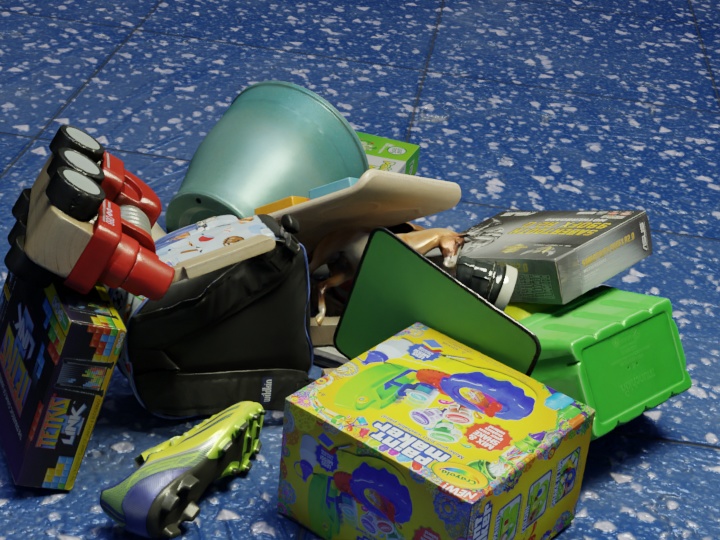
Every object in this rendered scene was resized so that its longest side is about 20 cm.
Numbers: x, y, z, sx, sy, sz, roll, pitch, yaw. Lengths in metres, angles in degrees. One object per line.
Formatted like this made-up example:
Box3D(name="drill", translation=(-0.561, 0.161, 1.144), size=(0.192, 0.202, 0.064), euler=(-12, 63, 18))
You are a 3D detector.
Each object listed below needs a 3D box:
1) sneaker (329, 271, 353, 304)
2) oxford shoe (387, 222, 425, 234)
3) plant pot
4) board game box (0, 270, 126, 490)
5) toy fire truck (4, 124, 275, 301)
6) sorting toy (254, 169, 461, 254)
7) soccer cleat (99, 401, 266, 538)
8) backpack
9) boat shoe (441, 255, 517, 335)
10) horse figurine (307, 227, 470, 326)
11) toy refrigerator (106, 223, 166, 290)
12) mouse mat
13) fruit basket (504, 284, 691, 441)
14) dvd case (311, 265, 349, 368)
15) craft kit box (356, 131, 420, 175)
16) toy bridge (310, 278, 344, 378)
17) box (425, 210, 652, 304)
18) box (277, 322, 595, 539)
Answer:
Box3D(name="sneaker", translation=(0.025, 0.009, 1.487), size=(0.073, 0.088, 0.200), euler=(-3, 30, -22))
Box3D(name="oxford shoe", translation=(0.043, -0.035, 1.569), size=(0.071, 0.071, 0.200), euler=(45, -8, -16))
Box3D(name="plant pot", translation=(-0.117, -0.082, 1.568), size=(0.198, 0.202, 0.188), euler=(18, 44, 22))
Box3D(name="board game box", translation=(-0.284, 0.071, 1.242), size=(0.056, 0.167, 0.200), euler=(12, 21, -31))
Box3D(name="toy fire truck", translation=(-0.194, -0.036, 1.221), size=(0.199, 0.129, 0.176), euler=(30, 15, -21))
Box3D(name="sorting toy", translation=(-0.019, -0.062, 1.433), size=(0.199, 0.037, 0.184), euler=(-21, -14, 33))
Box3D(name="soccer cleat", translation=(-0.152, 0.164, 1.214), size=(0.083, 0.065, 0.200), euler=(16, 29, 22))
Box3D(name="backpack", translation=(-0.150, 0.044, 1.321), size=(0.189, 0.202, 0.154), euler=(-20, 29, -28))
Box3D(name="boat shoe", translation=(0.082, 0.054, 1.330), size=(0.065, 0.200, 0.075), euler=(23, 53, -7))
Box3D(name="horse figurine", translation=(0.000, 0.000, 1.402), size=(0.198, 0.050, 0.133), euler=(1, 49, 35))
Box3D(name="toy refrigerator", translation=(-0.234, 0.008, 1.490), size=(0.075, 0.071, 0.200), euler=(-3, 29, -33))
Box3D(name="mouse mat", translation=(0.067, 0.069, 1.292), size=(0.199, 0.162, 0.008), euler=(37, 39, 20))
Box3D(name="fruit basket", translation=(0.194, 0.093, 1.364), size=(0.213, 0.157, 0.216), euler=(-16, 3, 1))
Box3D(name="dvd case", translation=(-0.036, 0.043, 1.520), size=(0.147, 0.016, 0.200), euler=(17, 30, 18))
Box3D(name="craft kit box", translation=(-0.042, -0.136, 1.834), size=(0.195, 0.049, 0.200), euler=(17, 29, 13))
Box3D(name="toy bridge", translation=(-0.031, 0.063, 1.437), size=(0.066, 0.028, 0.201), euler=(-3, 31, -16))
Box3D(name="box", translation=(0.176, -0.017, 1.425), size=(0.158, 0.049, 0.199), euler=(-24, 17, -39))
Box3D(name="box", translation=(0.065, 0.166, 1.195), size=(0.199, 0.123, 0.192), euler=(25, 34, 31))
